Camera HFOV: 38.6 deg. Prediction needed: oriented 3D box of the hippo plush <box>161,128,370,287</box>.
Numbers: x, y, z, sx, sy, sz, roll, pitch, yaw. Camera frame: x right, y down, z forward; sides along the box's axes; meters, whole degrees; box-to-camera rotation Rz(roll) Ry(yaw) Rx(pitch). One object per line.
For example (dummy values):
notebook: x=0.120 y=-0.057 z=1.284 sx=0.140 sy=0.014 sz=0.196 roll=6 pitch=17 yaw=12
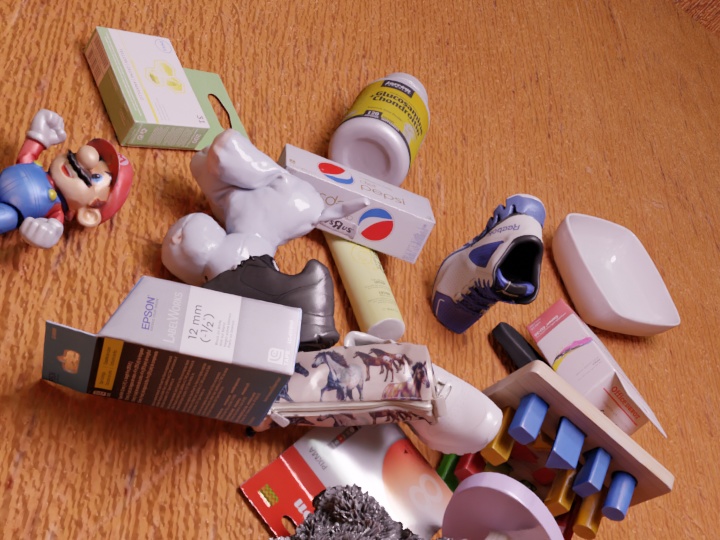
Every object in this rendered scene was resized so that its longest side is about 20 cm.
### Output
hippo plush: x=-0.122 y=-0.027 z=1.090 sx=0.198 sy=0.160 sz=0.162 roll=29 pitch=67 yaw=1

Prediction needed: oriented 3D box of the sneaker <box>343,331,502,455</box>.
sneaker: x=0.059 y=0.124 z=1.071 sx=0.077 sy=0.198 sz=0.081 roll=-52 pitch=136 yaw=-17

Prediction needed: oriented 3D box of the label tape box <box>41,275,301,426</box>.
label tape box: x=-0.162 y=0.066 z=0.869 sx=0.197 sy=0.144 sz=0.067 roll=15 pitch=61 yaw=-12

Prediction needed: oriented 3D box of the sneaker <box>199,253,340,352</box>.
sneaker: x=-0.113 y=0.031 z=0.968 sx=0.076 sy=0.196 sz=0.092 roll=43 pitch=47 yaw=-73

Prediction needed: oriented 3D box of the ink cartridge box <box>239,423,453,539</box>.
ink cartridge box: x=-0.004 y=0.220 z=1.012 sx=0.163 sy=0.050 sz=0.199 roll=51 pitch=32 yaw=8

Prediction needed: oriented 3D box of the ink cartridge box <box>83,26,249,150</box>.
ink cartridge box: x=-0.214 y=-0.208 z=1.221 sx=0.198 sy=0.048 sz=0.147 roll=-2 pitch=56 yaw=-44

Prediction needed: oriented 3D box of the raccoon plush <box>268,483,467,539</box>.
raccoon plush: x=-0.017 y=0.249 z=0.858 sx=0.133 sy=0.198 sz=0.098 roll=-31 pitch=101 yaw=-46

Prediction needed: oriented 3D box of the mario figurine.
mario figurine: x=-0.298 y=-0.087 z=0.957 sx=0.198 sy=0.105 sz=0.126 roll=-19 pitch=103 yaw=-44

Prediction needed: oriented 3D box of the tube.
tube: x=0.000 y=0.000 z=1.237 sx=0.058 sy=0.051 sz=0.202 roll=63 pitch=5 yaw=-50

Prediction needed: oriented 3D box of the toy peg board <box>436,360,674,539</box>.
toy peg board: x=0.186 y=0.225 z=1.092 sx=0.199 sy=0.199 sz=0.098 roll=39 pitch=51 yaw=-9

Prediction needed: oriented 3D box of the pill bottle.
pill bottle: x=0.033 y=-0.194 z=1.405 sx=0.112 sy=0.112 sz=0.201 roll=38 pitch=36 yaw=-10

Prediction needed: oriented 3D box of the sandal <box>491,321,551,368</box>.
sandal: x=0.233 y=0.152 z=1.329 sx=0.075 sy=0.048 sz=0.201 roll=21 pitch=26 yaw=-52

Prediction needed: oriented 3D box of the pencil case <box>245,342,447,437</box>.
pencil case: x=-0.017 y=0.116 z=0.995 sx=0.196 sy=0.079 sz=0.090 roll=-3 pitch=34 yaw=0

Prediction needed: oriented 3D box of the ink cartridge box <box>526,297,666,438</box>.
ink cartridge box: x=0.301 y=0.141 z=1.319 sx=0.116 sy=0.067 sz=0.201 roll=43 pitch=13 yaw=-34

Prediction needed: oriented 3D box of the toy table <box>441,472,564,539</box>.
toy table: x=0.121 y=0.303 z=0.965 sx=0.117 sy=0.181 sz=0.202 roll=-50 pitch=128 yaw=-46

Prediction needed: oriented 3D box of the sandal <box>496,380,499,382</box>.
sandal: x=0.209 y=0.201 z=1.223 sx=0.075 sy=0.045 sz=0.200 roll=34 pitch=12 yaw=-41

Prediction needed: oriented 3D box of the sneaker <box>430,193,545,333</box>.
sneaker: x=0.158 y=0.010 z=1.256 sx=0.080 sy=0.200 sz=0.116 roll=27 pitch=31 yaw=-17

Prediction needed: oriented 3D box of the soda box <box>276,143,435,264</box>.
soda box: x=-0.012 y=-0.080 z=1.246 sx=0.197 sy=0.064 sz=0.068 roll=21 pitch=26 yaw=-16

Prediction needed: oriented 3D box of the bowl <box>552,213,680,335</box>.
bowl: x=0.383 y=0.016 z=1.592 sx=0.198 sy=0.075 sz=0.202 roll=10 pitch=49 yaw=-40
